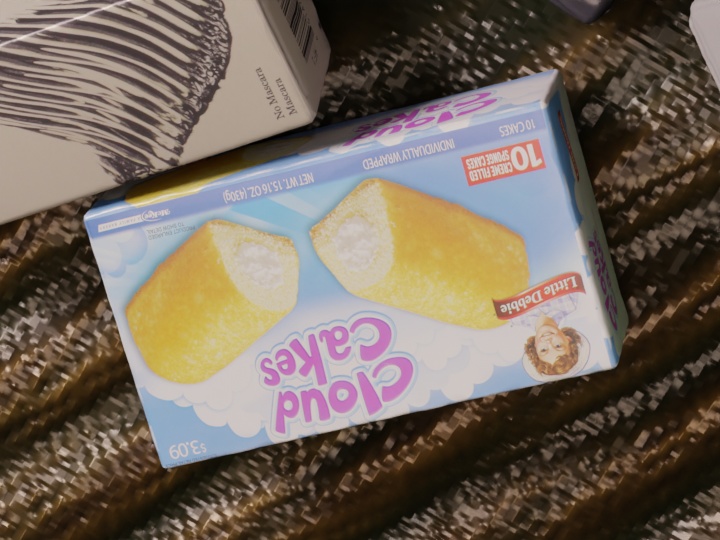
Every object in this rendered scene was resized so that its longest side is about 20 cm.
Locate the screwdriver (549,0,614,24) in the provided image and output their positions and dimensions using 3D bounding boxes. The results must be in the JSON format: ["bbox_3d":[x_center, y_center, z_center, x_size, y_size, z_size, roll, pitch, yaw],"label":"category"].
[{"bbox_3d":[0.023,-0.167,1.058,0.199,0.028,0.029,36,80,-1],"label":"screwdriver"}]

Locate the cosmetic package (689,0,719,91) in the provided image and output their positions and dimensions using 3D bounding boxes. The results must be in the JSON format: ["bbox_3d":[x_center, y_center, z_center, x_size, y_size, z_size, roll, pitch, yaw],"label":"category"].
[{"bbox_3d":[0.263,-0.071,0.929,0.200,0.167,0.167,-9,110,57],"label":"cosmetic package"}]

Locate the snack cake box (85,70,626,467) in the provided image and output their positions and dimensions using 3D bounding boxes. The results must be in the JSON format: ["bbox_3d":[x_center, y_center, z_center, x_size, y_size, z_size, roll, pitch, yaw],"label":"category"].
[{"bbox_3d":[0.000,0.000,1.081,0.199,0.067,0.116,-14,103,13],"label":"snack cake box"}]

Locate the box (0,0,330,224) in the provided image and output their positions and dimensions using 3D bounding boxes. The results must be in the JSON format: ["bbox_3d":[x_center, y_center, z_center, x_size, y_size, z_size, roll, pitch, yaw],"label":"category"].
[{"bbox_3d":[-0.118,-0.078,1.063,0.199,0.069,0.082,-19,119,17],"label":"box"}]
